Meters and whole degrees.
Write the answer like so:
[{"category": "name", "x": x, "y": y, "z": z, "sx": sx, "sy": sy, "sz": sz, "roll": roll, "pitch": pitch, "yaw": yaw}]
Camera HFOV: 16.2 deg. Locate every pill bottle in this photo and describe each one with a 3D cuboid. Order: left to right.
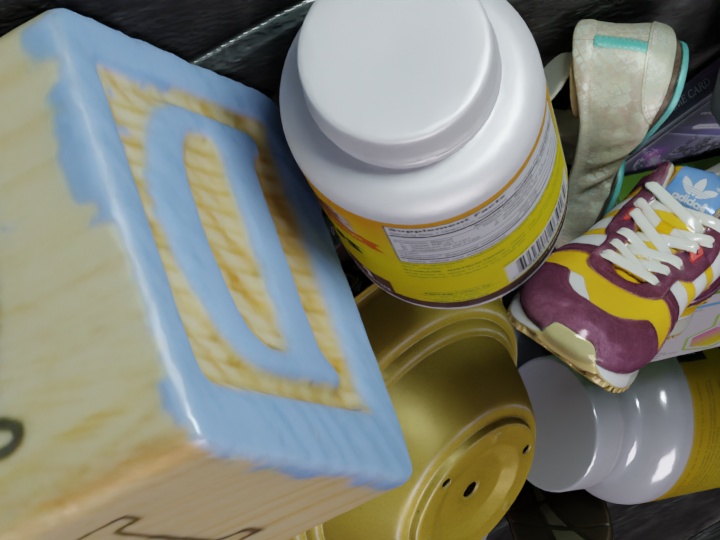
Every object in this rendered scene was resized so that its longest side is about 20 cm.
[{"category": "pill bottle", "x": 0.028, "y": -0.058, "z": 1.066, "sx": 0.109, "sy": 0.110, "sz": 0.200, "roll": -21, "pitch": 162, "yaw": 2}, {"category": "pill bottle", "x": 0.185, "y": 0.082, "z": 1.548, "sx": 0.200, "sy": 0.112, "sz": 0.112, "roll": -6, "pitch": 158, "yaw": -41}]

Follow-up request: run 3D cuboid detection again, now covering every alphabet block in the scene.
[{"category": "alphabet block", "x": -0.127, "y": 0.035, "z": 1.041, "sx": 0.200, "sy": 0.196, "sz": 0.196, "roll": -28, "pitch": 159, "yaw": 20}]

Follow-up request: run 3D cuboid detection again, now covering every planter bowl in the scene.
[{"category": "planter bowl", "x": 0.034, "y": 0.096, "z": 1.344, "sx": 0.200, "sy": 0.083, "sz": 0.201, "roll": -34, "pitch": 144, "yaw": -29}]

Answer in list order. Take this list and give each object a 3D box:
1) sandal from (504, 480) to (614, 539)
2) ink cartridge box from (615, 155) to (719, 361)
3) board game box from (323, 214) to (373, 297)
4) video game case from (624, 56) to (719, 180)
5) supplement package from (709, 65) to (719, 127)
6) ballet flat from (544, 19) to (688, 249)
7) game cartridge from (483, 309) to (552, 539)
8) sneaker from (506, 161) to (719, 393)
[{"category": "sandal", "x": 0.125, "y": 0.132, "z": 1.612, "sx": 0.082, "sy": 0.200, "sz": 0.055, "roll": -21, "pitch": 130, "yaw": 5}, {"category": "ink cartridge box", "x": 0.192, "y": 0.011, "z": 1.423, "sx": 0.147, "sy": 0.076, "sz": 0.200, "roll": -12, "pitch": 157, "yaw": -16}, {"category": "board game box", "x": 0.000, "y": 0.000, "z": 1.348, "sx": 0.105, "sy": 0.024, "sz": 0.200, "roll": -8, "pitch": 159, "yaw": -36}, {"category": "video game case", "x": 0.207, "y": -0.082, "z": 1.342, "sx": 0.143, "sy": 0.019, "sz": 0.200, "roll": -3, "pitch": 157, "yaw": -42}, {"category": "supplement package", "x": 0.291, "y": -0.085, "z": 1.173, "sx": 0.199, "sy": 0.151, "sz": 0.152, "roll": -21, "pitch": 158, "yaw": -9}, {"category": "ballet flat", "x": 0.105, "y": -0.068, "z": 1.229, "sx": 0.062, "sy": 0.068, "sz": 0.200, "roll": 11, "pitch": 153, "yaw": -5}, {"category": "game cartridge", "x": 0.054, "y": 0.118, "z": 1.523, "sx": 0.041, "sy": 0.201, "sz": 0.133, "roll": 21, "pitch": 179, "yaw": 28}, {"category": "sneaker", "x": 0.133, "y": -0.008, "z": 1.188, "sx": 0.090, "sy": 0.075, "sz": 0.200, "roll": -58, "pitch": 171, "yaw": 20}]
